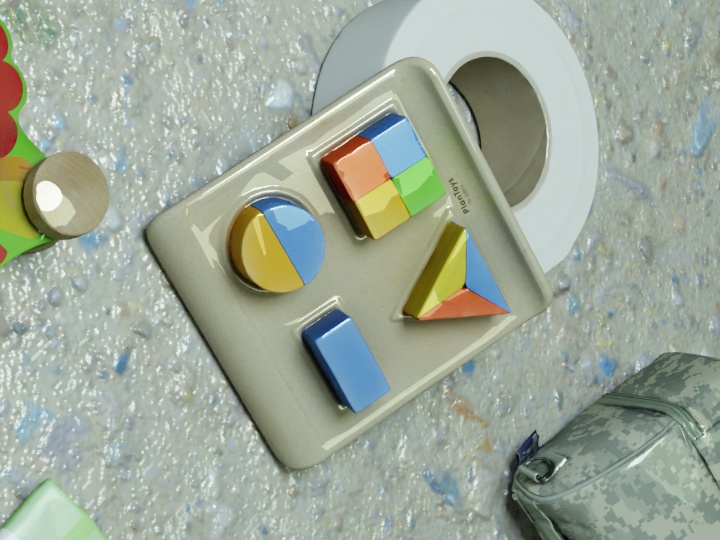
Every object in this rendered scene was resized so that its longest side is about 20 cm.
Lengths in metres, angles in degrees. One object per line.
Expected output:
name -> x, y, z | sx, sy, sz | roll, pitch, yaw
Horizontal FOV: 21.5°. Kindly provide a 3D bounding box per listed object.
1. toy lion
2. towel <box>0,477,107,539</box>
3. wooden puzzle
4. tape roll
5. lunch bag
toy lion -> -0.242, -0.053, 0.986 | 0.192, 0.068, 0.201 | 47, 59, -19
towel -> -0.183, 0.234, 1.025 | 0.150, 0.031, 0.200 | 53, 56, -25
wooden puzzle -> 0.000, 0.000, 1.132 | 0.199, 0.046, 0.186 | -32, 109, -7
tape roll -> 0.065, -0.087, 1.238 | 0.201, 0.071, 0.204 | 4, 83, -39
lunch bag -> 0.211, 0.174, 1.296 | 0.167, 0.139, 0.201 | -35, 106, -19
